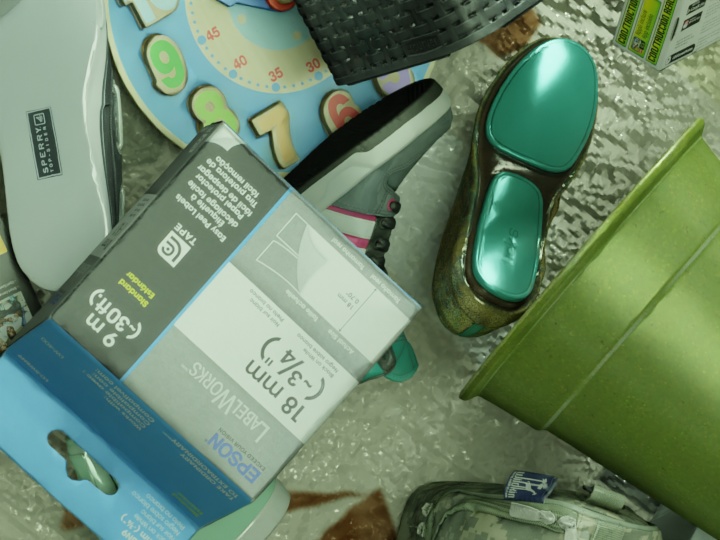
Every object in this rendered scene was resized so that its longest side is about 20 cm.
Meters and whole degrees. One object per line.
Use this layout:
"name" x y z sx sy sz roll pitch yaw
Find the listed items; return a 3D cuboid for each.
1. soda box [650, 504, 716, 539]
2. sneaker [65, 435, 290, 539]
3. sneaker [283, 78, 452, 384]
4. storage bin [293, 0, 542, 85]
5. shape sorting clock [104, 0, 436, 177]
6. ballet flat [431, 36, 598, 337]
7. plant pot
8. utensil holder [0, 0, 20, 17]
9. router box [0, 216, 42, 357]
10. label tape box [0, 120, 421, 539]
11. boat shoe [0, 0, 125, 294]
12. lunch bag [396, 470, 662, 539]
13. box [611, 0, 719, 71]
"soda box" 0.240 0.096 1.560 0.063 0.068 0.201 32 82 -14
"sneaker" -0.142 0.151 1.446 0.118 0.074 0.201 49 69 -18
"sneaker" 0.000 0.000 1.469 0.200 0.084 0.121 -42 104 7
"storage bin" 0.064 -0.190 1.444 0.200 0.135 0.094 -37 105 -33
"shape sorting clock" -0.045 -0.151 1.491 0.199 0.039 0.201 0 90 -16
"ballet flat" 0.082 -0.045 1.508 0.070 0.071 0.201 29 53 -14
"plant pot" 0.188 0.054 1.451 0.190 0.200 0.200 40 80 5
"utensil holder" -0.238 -0.211 1.331 0.169 0.200 0.171 0 80 1
"router box" -0.277 0.019 1.418 0.199 0.052 0.158 -25 98 -15
"label tape box" -0.088 0.045 1.384 0.144 0.063 0.200 42 84 -11
"boat shoe" -0.159 -0.085 1.445 0.071 0.068 0.201 -10 85 6
"lunch bag" 0.092 0.211 1.466 0.139 0.168 0.201 10 87 -16
"box" 0.221 -0.190 1.492 0.200 0.035 0.111 -27 142 -45
